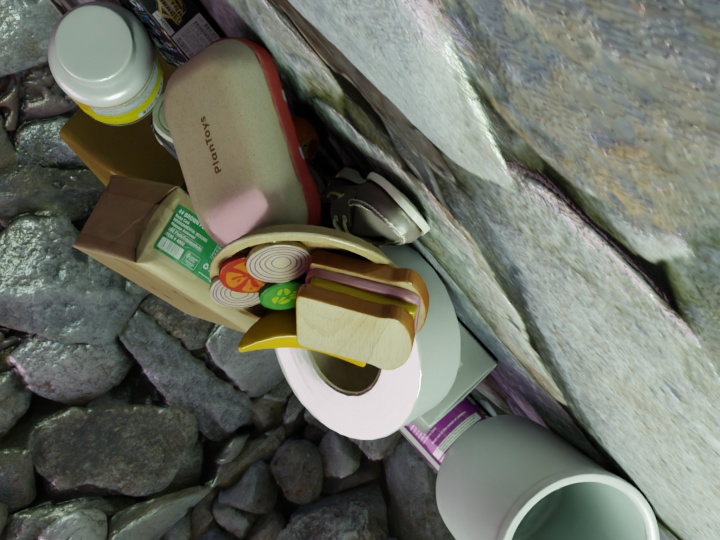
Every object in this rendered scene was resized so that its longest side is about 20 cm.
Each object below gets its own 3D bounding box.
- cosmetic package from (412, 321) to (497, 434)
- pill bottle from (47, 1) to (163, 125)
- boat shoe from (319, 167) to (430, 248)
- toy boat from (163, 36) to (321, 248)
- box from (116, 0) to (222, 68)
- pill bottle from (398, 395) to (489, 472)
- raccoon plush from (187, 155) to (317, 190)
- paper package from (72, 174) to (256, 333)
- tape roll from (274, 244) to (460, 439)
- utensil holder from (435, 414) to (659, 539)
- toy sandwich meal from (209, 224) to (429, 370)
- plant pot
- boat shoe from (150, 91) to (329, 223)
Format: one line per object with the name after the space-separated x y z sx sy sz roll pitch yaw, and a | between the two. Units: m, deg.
0.085 0.122 1.208 0.090 0.107 0.200 46 175 11 | cosmetic package
-0.275 -0.224 1.136 0.109 0.109 0.200 48 175 -3 | pill bottle
0.003 -0.049 0.946 0.072 0.059 0.200 51 173 -20 | boat shoe
-0.089 -0.113 0.973 0.130 0.130 0.202 -20 87 42 | toy boat
-0.232 -0.298 1.097 0.199 0.050 0.200 52 173 -25 | box
0.107 0.207 1.534 0.200 0.112 0.112 46 173 20 | pill bottle
-0.112 -0.048 1.128 0.097 0.133 0.202 -87 -5 -74 | raccoon plush
-0.214 -0.018 1.270 0.200 0.104 0.190 36 165 -37 | paper package
0.002 0.065 1.066 0.201 0.071 0.204 16 115 38 | tape roll
0.180 0.254 1.073 0.170 0.170 0.200 50 174 -18 | utensil holder
-0.040 0.033 0.936 0.203 0.071 0.206 5 150 3 | toy sandwich meal
-0.245 -0.151 1.421 0.200 0.195 0.195 41 171 36 | plant pot
-0.119 -0.106 1.047 0.199 0.072 0.068 32 157 -8 | boat shoe
